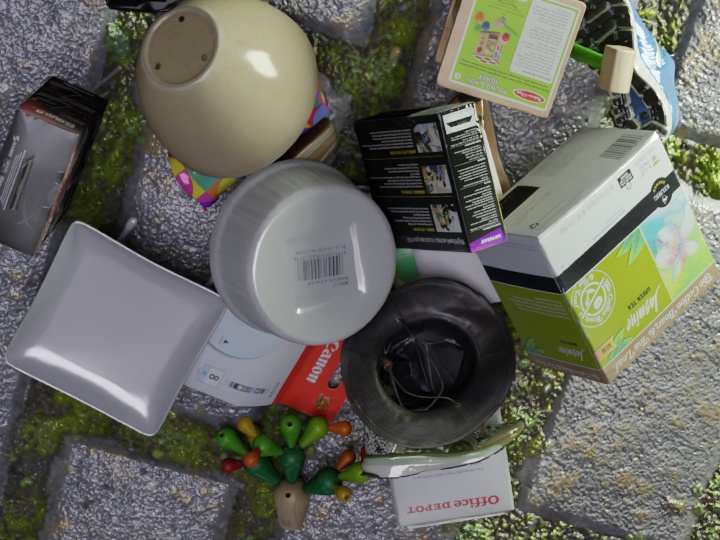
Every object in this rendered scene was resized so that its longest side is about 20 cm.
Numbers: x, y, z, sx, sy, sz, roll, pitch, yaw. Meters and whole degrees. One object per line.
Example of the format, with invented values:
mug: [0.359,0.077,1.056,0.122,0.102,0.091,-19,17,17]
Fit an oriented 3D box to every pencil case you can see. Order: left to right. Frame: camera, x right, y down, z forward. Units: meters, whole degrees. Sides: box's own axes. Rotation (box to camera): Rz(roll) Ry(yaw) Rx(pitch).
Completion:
pencil case: [-0.126,-0.155,1.714,0.199,0.088,0.089,-36,104,13]

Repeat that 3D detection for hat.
hat: [0.076,0.114,1.709,0.199,0.081,0.202,0,69,1]

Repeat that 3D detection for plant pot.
plant pot: [-0.161,-0.215,1.621,0.199,0.134,0.202,-6,74,20]

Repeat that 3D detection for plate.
plate: [-0.279,0.065,1.742,0.199,0.032,0.200,28,108,-8]

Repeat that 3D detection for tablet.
tablet: [0.108,-0.056,1.725,0.129,0.014,0.202,-11,101,30]

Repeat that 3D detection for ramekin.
ramekin: [-0.057,-0.015,1.666,0.199,0.098,0.202,-7,106,-24]

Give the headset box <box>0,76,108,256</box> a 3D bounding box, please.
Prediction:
headset box: [-0.351,-0.115,1.670,0.074,0.200,0.150,22,108,-6]

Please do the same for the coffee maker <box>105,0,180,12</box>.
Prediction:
coffee maker: [-0.208,-0.349,1.593,0.191,0.200,0.136,-17,108,7]

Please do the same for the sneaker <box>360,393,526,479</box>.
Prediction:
sneaker: [0.090,0.181,1.741,0.198,0.077,0.089,-12,89,1]

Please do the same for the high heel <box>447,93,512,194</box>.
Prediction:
high heel: [0.172,-0.114,1.726,0.199,0.071,0.143,27,113,2]

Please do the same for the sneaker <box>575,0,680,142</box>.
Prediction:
sneaker: [0.299,-0.235,1.692,0.078,0.089,0.201,-21,90,34]

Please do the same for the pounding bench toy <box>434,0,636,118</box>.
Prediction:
pounding bench toy: [0.191,-0.246,1.640,0.198,0.156,0.125,17,108,-3]

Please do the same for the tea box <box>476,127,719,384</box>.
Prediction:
tea box: [0.256,-0.020,1.665,0.200,0.133,0.198,-41,116,-22]

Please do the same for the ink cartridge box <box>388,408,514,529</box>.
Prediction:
ink cartridge box: [0.099,0.194,1.820,0.144,0.088,0.202,-9,105,4]

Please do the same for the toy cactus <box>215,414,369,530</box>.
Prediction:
toy cactus: [-0.081,0.250,1.838,0.198,0.103,0.166,5,124,4]

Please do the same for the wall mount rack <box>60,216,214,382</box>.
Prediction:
wall mount rack: [-0.256,0.031,1.781,0.199,0.075,0.174,33,104,-10]

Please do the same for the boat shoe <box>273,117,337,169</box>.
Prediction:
boat shoe: [-0.088,-0.091,1.745,0.063,0.073,0.200,38,110,-18]

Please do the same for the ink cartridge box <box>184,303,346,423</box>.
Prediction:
ink cartridge box: [-0.089,0.100,1.788,0.199,0.047,0.161,24,118,-14]

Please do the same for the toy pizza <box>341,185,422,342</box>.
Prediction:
toy pizza: [0.000,0.000,1.788,0.198,0.032,0.202,0,108,1]

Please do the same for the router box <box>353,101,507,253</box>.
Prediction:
router box: [0.071,-0.099,1.635,0.051,0.200,0.150,-18,101,-24]
